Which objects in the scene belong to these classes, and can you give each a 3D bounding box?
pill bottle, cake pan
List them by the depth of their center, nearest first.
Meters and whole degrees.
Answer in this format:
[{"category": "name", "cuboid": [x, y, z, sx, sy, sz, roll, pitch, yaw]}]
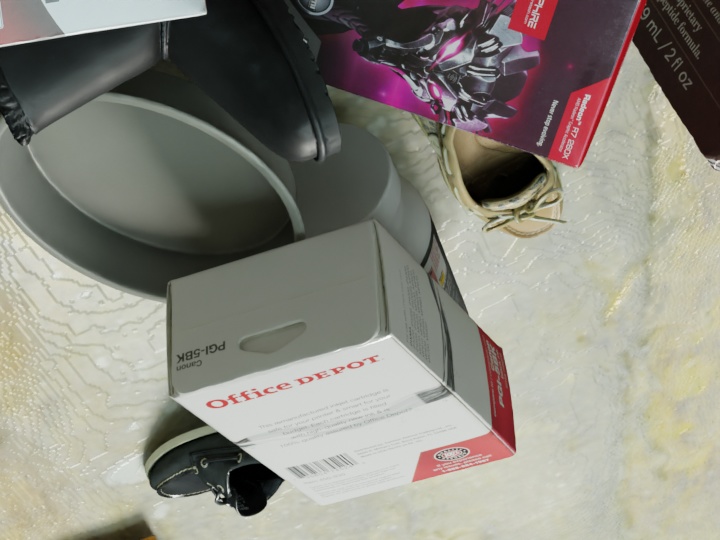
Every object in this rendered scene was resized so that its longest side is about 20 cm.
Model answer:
[{"category": "cake pan", "cuboid": [-0.125, -0.051, 1.205, 0.200, 0.037, 0.200, 12, 145, 9]}, {"category": "pill bottle", "cuboid": [0.000, 0.000, 1.339, 0.116, 0.116, 0.200, -24, 142, 0]}]

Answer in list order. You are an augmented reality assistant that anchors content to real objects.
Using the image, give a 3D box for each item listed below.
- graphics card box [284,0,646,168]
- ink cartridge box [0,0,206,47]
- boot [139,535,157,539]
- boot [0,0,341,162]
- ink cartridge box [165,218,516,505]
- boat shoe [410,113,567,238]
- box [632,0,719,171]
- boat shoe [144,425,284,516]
[{"category": "graphics card box", "cuboid": [0.056, -0.148, 1.162, 0.200, 0.051, 0.126, 20, 129, 3]}, {"category": "ink cartridge box", "cuboid": [-0.134, -0.224, 0.978, 0.175, 0.084, 0.200, -12, 116, -15]}, {"category": "boot", "cuboid": [-0.198, 0.297, 1.617, 0.144, 0.071, 0.201, -16, 136, -5]}, {"category": "boot", "cuboid": [-0.121, -0.117, 1.084, 0.162, 0.198, 0.073, -26, 167, -13]}, {"category": "ink cartridge box", "cuboid": [-0.009, 0.061, 1.236, 0.147, 0.083, 0.200, -16, 149, 20]}, {"category": "boat shoe", "cuboid": [0.088, -0.069, 1.346, 0.073, 0.063, 0.200, -34, 141, 11]}, {"category": "box", "cuboid": [0.300, -0.168, 1.258, 0.164, 0.166, 0.200, 15, 127, -38]}, {"category": "boat shoe", "cuboid": [-0.080, 0.145, 1.466, 0.199, 0.066, 0.074, -22, 156, 30]}]
